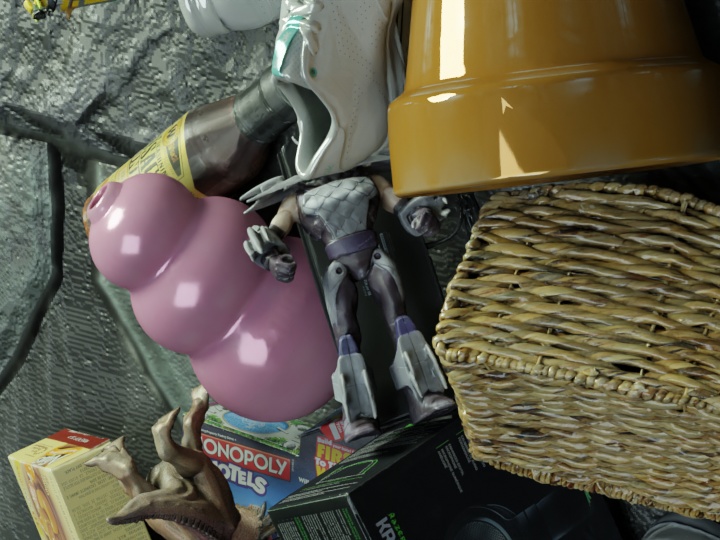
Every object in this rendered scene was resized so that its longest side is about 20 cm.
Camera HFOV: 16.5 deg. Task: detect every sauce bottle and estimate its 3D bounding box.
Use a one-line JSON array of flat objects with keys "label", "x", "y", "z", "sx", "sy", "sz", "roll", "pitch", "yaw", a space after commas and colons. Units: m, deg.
[{"label": "sauce bottle", "x": -0.106, "y": -0.074, "z": 1.658, "sx": 0.200, "sy": 0.066, "sz": 0.066, "roll": -37, "pitch": 88, "yaw": 35}]

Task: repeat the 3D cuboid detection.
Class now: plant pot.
[{"label": "plant pot", "x": 0.107, "y": -0.145, "z": 1.432, "sx": 0.199, "sy": 0.200, "sz": 0.185, "roll": -7, "pitch": 91, "yaw": 33}]

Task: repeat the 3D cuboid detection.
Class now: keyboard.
[{"label": "keyboard", "x": 0.031, "y": -0.010, "z": 1.580, "sx": 0.126, "sy": 0.021, "sz": 0.202, "roll": -19, "pitch": 80, "yaw": 8}]

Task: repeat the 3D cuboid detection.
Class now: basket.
[{"label": "basket", "x": 0.159, "y": 0.043, "z": 1.459, "sx": 0.198, "sy": 0.144, "sz": 0.149, "roll": 10, "pitch": 151, "yaw": 21}]

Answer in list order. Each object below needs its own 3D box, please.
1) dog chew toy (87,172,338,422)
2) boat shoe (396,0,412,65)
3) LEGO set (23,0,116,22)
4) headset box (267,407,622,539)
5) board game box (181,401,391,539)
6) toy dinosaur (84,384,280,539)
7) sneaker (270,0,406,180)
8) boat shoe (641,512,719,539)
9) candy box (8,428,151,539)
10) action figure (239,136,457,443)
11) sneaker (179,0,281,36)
[{"label": "dog chew toy", "x": -0.093, "y": 0.010, "z": 1.619, "sx": 0.200, "sy": 0.125, "sz": 0.124, "roll": 37, "pitch": 128, "yaw": -18}, {"label": "boat shoe", "x": -0.004, "y": -0.197, "z": 1.524, "sx": 0.072, "sy": 0.071, "sz": 0.202, "roll": 5, "pitch": 114, "yaw": 31}, {"label": "LEGO set", "x": -0.215, "y": -0.249, "z": 1.567, "sx": 0.200, "sy": 0.115, "sz": 0.155, "roll": 135, "pitch": 120, "yaw": -67}, {"label": "headset box", "x": 0.069, "y": 0.178, "z": 1.576, "sx": 0.092, "sy": 0.199, "sz": 0.175, "roll": -17, "pitch": 100, "yaw": 52}, {"label": "board game box", "x": -0.028, "y": 0.161, "z": 1.707, "sx": 0.199, "sy": 0.062, "sz": 0.202, "roll": 18, "pitch": 116, "yaw": 26}, {"label": "toy dinosaur", "x": -0.106, "y": 0.157, "z": 1.627, "sx": 0.085, "sy": 0.200, "sz": 0.136, "roll": -31, "pitch": 92, "yaw": 7}, {"label": "sneaker", "x": -0.023, "y": -0.147, "z": 1.448, "sx": 0.075, "sy": 0.088, "sz": 0.201, "roll": 16, "pitch": 127, "yaw": 41}, {"label": "boat shoe", "x": 0.255, "y": 0.218, "z": 1.541, "sx": 0.201, "sy": 0.086, "sz": 0.075, "roll": 26, "pitch": 121, "yaw": 21}, {"label": "candy box", "x": -0.183, "y": 0.219, "z": 1.799, "sx": 0.115, "sy": 0.055, "sz": 0.201, "roll": 4, "pitch": 117, "yaw": 67}, {"label": "action figure", "x": 0.000, "y": 0.000, "z": 1.537, "sx": 0.129, "sy": 0.069, "sz": 0.202, "roll": -17, "pitch": 83, "yaw": 0}, {"label": "sneaker", "x": -0.083, "y": -0.254, "z": 1.566, "sx": 0.088, "sy": 0.075, "sz": 0.202, "roll": -9, "pitch": 107, "yaw": 16}]
